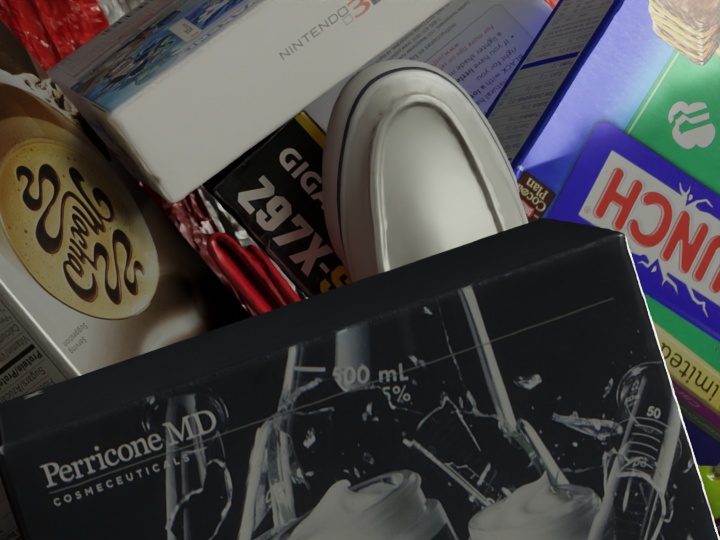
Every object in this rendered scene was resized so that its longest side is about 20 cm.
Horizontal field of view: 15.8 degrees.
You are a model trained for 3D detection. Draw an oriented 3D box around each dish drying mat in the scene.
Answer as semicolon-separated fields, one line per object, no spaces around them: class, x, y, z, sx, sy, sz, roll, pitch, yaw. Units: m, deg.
dish drying mat;-0.011;0.038;0.986;0.077;0.018;0.200;50;-3;18

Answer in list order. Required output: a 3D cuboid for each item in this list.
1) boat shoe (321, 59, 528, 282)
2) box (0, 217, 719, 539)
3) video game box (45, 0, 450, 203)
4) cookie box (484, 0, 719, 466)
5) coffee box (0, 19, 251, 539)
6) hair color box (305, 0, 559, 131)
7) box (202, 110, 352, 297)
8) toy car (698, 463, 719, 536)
boat shoe;0.035;0.025;0.898;0.066;0.072;0.201;-169;-109;-76
box;0.006;0.101;0.808;0.104;0.200;0.183;-163;-126;-81
video game box;-0.019;-0.109;0.986;0.047;0.200;0.182;55;-6;-13
cookie box;0.147;-0.046;1.085;0.171;0.075;0.200;37;75;-15
coffee box;-0.123;0.007;0.905;0.200;0.080;0.113;50;28;-6
hair color box;0.063;-0.070;1.172;0.200;0.111;0.064;43;16;-33
box;0.000;0.000;1.027;0.160;0.049;0.200;49;-2;-12
toy car;0.188;0.090;1.208;0.200;0.175;0.150;47;-4;-9
